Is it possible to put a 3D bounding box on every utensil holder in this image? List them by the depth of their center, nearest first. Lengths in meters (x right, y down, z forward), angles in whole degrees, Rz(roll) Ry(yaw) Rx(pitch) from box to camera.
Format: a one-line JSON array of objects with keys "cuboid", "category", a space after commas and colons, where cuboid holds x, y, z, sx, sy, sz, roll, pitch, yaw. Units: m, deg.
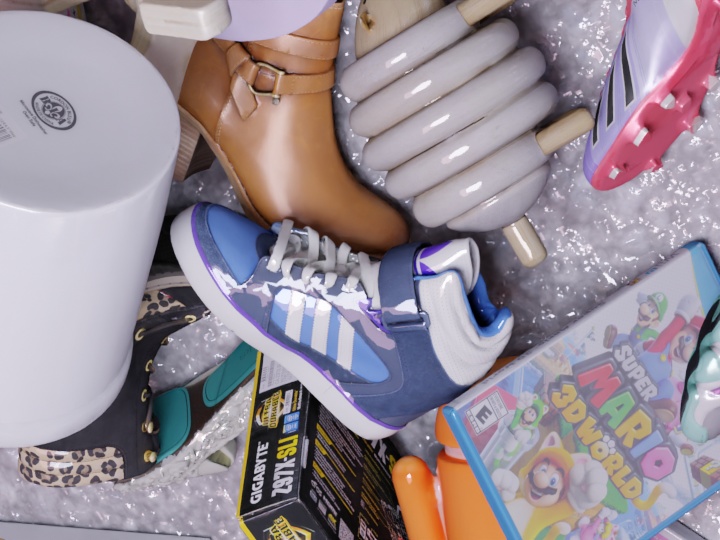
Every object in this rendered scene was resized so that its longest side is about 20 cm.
[{"cuboid": [-0.197, -0.025, 1.543, 0.169, 0.170, 0.201, 27, 136, 5], "category": "utensil holder"}]

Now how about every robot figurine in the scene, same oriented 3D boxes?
[{"cuboid": [0.106, 0.142, 1.698, 0.143, 0.116, 0.201, -1, 99, 38], "category": "robot figurine"}]

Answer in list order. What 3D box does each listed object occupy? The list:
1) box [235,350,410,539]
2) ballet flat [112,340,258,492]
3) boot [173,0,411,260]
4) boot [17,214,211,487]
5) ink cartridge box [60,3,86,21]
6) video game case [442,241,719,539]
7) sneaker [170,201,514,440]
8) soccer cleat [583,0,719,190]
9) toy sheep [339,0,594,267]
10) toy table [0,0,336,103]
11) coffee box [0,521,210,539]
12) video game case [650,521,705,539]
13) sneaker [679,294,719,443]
[{"cuboid": [-0.005, 0.164, 1.700, 0.049, 0.160, 0.200, -22, 124, 18], "category": "box"}, {"cuboid": [-0.091, 0.101, 1.789, 0.200, 0.072, 0.072, -36, 99, 29], "category": "ballet flat"}, {"cuboid": [-0.036, -0.102, 1.673, 0.199, 0.074, 0.155, 26, 115, 3], "category": "boot"}, {"cuboid": [-0.141, 0.052, 1.734, 0.073, 0.199, 0.151, 41, 138, 45], "category": "boot"}, {"cuboid": [-0.259, -0.184, 1.676, 0.124, 0.129, 0.201, -1, 114, 19], "category": "ink cartridge box"}, {"cuboid": [0.161, 0.094, 1.646, 0.144, 0.199, 0.018, 62, 160, -14], "category": "video game case"}, {"cuboid": [0.000, 0.000, 1.620, 0.200, 0.081, 0.146, 44, 120, -13], "category": "sneaker"}, {"cuboid": [0.179, -0.138, 1.595, 0.077, 0.066, 0.201, 48, 129, 27], "category": "soccer cleat"}, {"cuboid": [0.062, -0.093, 1.610, 0.138, 0.138, 0.201, -30, 89, 28], "category": "toy sheep"}, {"cuboid": [-0.117, -0.177, 1.567, 0.199, 0.117, 0.185, -4, 117, 46], "category": "toy table"}, {"cuboid": [-0.216, 0.312, 1.848, 0.196, 0.200, 0.201, 3, 115, 18], "category": "coffee box"}, {"cuboid": [0.166, 0.245, 1.792, 0.143, 0.018, 0.201, 32, 120, 2], "category": "video game case"}, {"cuboid": [0.285, 0.035, 1.606, 0.139, 0.078, 0.201, 25, 104, 0], "category": "sneaker"}]
